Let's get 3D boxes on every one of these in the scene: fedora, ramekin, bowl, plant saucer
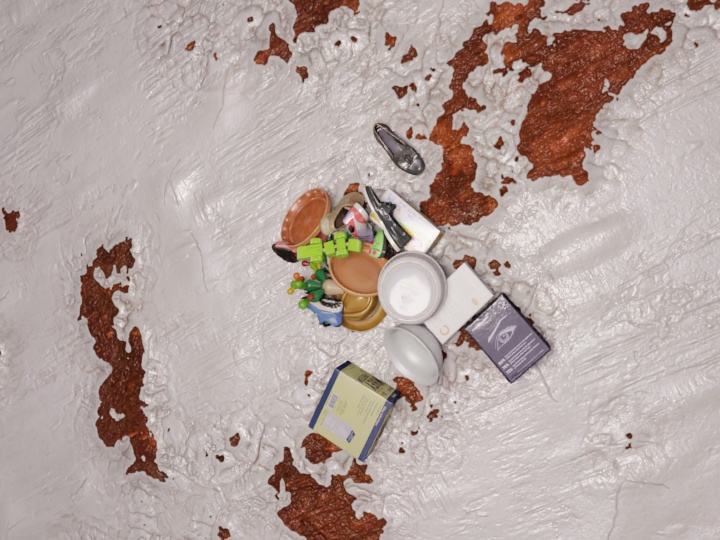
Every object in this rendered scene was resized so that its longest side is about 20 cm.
[{"bbox_3d":[-0.007,0.090,1.744,0.195,0.082,0.207,0,92,17],"label":"fedora"},{"bbox_3d":[0.137,0.051,1.581,0.194,0.105,0.207,1,94,10],"label":"ramekin"},{"bbox_3d":[0.167,0.224,1.675,0.199,0.090,0.204,31,142,28],"label":"bowl"},{"bbox_3d":[-0.163,-0.155,1.755,0.198,0.032,0.204,-28,45,31],"label":"plant saucer"},{"bbox_3d":[0.000,0.000,1.708,0.198,0.200,0.038,34,141,11],"label":"plant saucer"}]

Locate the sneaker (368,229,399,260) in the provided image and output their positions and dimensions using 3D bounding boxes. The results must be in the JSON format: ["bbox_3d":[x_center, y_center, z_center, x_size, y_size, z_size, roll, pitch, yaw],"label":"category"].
[{"bbox_3d":[0.075,-0.068,1.657,0.082,0.200,0.078,28,103,4],"label":"sneaker"}]

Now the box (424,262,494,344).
[{"bbox_3d":[0.269,0.091,1.658,0.200,0.097,0.125,-44,81,12],"label":"box"}]

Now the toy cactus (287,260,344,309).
[{"bbox_3d":[-0.126,0.035,1.705,0.160,0.201,0.105,6,120,3],"label":"toy cactus"}]

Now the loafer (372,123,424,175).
[{"bbox_3d":[0.106,-0.356,1.708,0.200,0.063,0.072,45,102,10],"label":"loafer"}]

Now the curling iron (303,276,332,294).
[{"bbox_3d":[-0.095,0.029,1.781,0.196,0.049,0.026,-24,67,20],"label":"curling iron"}]

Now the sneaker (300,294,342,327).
[{"bbox_3d":[-0.119,0.124,1.747,0.198,0.077,0.092,20,121,54],"label":"sneaker"}]

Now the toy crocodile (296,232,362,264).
[{"bbox_3d":[-0.090,-0.060,1.672,0.194,0.062,0.069,-11,72,9],"label":"toy crocodile"}]

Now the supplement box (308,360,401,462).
[{"bbox_3d":[-0.015,0.415,1.730,0.197,0.134,0.204,28,99,13],"label":"supplement box"}]

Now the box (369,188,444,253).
[{"bbox_3d":[0.135,-0.133,1.682,0.199,0.112,0.102,41,102,10],"label":"box"}]

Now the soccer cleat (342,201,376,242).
[{"bbox_3d":[-0.005,-0.124,1.678,0.073,0.201,0.068,-41,68,-7],"label":"soccer cleat"}]

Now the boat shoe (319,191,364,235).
[{"bbox_3d":[-0.040,-0.167,1.697,0.063,0.200,0.072,-7,121,43],"label":"boat shoe"}]

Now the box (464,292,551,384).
[{"bbox_3d":[0.409,0.184,1.617,0.148,0.104,0.201,-42,80,13],"label":"box"}]

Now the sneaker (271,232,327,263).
[{"bbox_3d":[-0.185,-0.080,1.809,0.195,0.074,0.088,0,54,27],"label":"sneaker"}]

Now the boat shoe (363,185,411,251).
[{"bbox_3d":[0.077,-0.155,1.602,0.065,0.074,0.203,-30,84,14],"label":"boat shoe"}]

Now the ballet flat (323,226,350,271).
[{"bbox_3d":[-0.069,-0.092,1.763,0.066,0.070,0.206,12,95,15],"label":"ballet flat"}]
